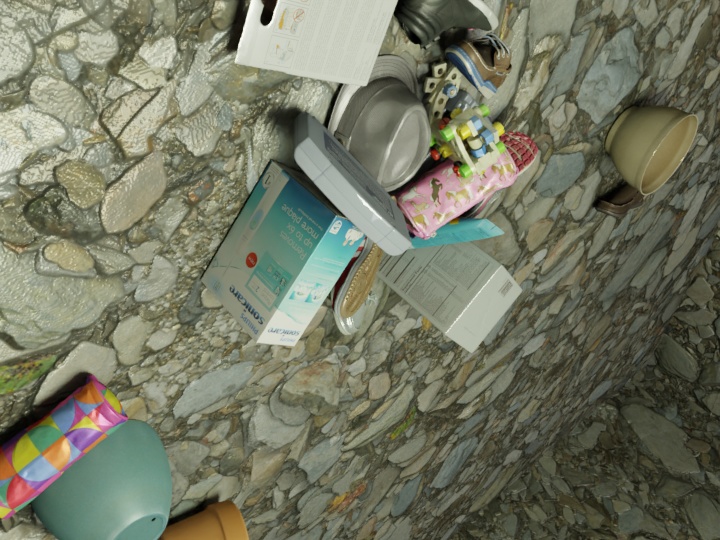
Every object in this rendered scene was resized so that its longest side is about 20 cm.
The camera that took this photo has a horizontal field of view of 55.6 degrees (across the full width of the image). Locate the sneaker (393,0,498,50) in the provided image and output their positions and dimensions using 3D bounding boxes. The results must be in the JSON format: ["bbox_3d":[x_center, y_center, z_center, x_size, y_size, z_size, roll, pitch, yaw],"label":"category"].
[{"bbox_3d":[0.114,-0.347,0.934,0.099,0.071,0.199,-50,153,22],"label":"sneaker"}]

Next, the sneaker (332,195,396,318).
[{"bbox_3d":[-0.029,-0.031,1.007,0.071,0.112,0.201,65,43,-61],"label":"sneaker"}]

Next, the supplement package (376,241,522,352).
[{"bbox_3d":[0.152,0.015,1.221,0.151,0.200,0.152,-51,148,2],"label":"supplement package"}]

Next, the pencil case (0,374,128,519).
[{"bbox_3d":[-0.403,0.226,0.886,0.200,0.088,0.089,-38,146,-13],"label":"pencil case"}]

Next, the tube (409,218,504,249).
[{"bbox_3d":[0.129,-0.063,1.124,0.077,0.199,0.051,15,75,-55],"label":"tube"}]

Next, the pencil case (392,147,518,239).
[{"bbox_3d":[0.148,-0.128,1.062,0.199,0.083,0.087,-33,114,-8],"label":"pencil case"}]

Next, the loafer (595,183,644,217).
[{"bbox_3d":[0.674,-0.193,1.770,0.199,0.073,0.072,-24,130,-42],"label":"loafer"}]

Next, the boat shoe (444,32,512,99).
[{"bbox_3d":[0.180,-0.313,1.008,0.072,0.072,0.200,-43,172,17],"label":"boat shoe"}]

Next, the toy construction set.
[{"bbox_3d":[0.137,-0.209,0.986,0.092,0.201,0.131,-25,135,5],"label":"toy construction set"}]

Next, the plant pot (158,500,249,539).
[{"bbox_3d":[-0.296,0.535,1.248,0.139,0.200,0.201,1,125,-30],"label":"plant pot"}]

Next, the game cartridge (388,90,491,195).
[{"bbox_3d":[0.136,-0.185,1.135,0.200,0.041,0.133,-53,144,5],"label":"game cartridge"}]

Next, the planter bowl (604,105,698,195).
[{"bbox_3d":[0.652,-0.294,1.565,0.199,0.135,0.201,-30,144,-26],"label":"planter bowl"}]

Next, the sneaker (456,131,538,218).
[{"bbox_3d":[0.210,-0.156,1.150,0.200,0.081,0.075,-39,162,-1],"label":"sneaker"}]

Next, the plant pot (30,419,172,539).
[{"bbox_3d":[-0.358,0.342,1.007,0.199,0.135,0.201,-32,144,-26],"label":"plant pot"}]

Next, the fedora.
[{"bbox_3d":[0.040,-0.192,0.973,0.176,0.090,0.201,-14,134,-43],"label":"fedora"}]

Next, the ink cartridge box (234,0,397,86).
[{"bbox_3d":[-0.050,-0.309,0.800,0.199,0.050,0.163,-2,126,-39],"label":"ink cartridge box"}]

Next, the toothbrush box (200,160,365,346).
[{"bbox_3d":[-0.105,-0.021,0.926,0.085,0.146,0.201,14,114,-55],"label":"toothbrush box"}]

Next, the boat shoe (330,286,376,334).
[{"bbox_3d":[0.001,0.000,1.062,0.074,0.064,0.204,41,55,-58],"label":"boat shoe"}]

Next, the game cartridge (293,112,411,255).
[{"bbox_3d":[-0.012,-0.109,0.884,0.041,0.133,0.200,-40,115,13],"label":"game cartridge"}]

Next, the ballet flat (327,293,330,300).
[{"bbox_3d":[-0.056,0.011,1.088,0.074,0.074,0.200,-49,146,0],"label":"ballet flat"}]
